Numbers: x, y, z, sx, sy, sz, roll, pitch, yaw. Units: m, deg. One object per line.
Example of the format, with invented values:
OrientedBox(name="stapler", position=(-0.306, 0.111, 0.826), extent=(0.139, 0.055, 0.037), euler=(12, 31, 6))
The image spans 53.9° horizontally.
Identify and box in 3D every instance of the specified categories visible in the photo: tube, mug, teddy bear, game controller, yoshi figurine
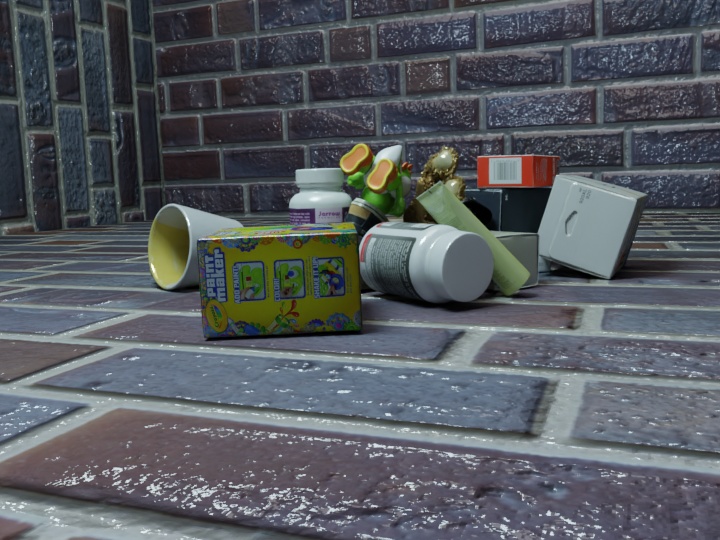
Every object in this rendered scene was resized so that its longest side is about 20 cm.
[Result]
OrientedBox(name="tube", position=(0.169, -0.049, 1.055), extent=(0.058, 0.200, 0.052), euler=(-43, 6, 23))
OrientedBox(name="mug", position=(-0.293, -0.043, 1.294), extent=(0.153, 0.150, 0.186), euler=(2, 9, -44))
OrientedBox(name="teddy bear", position=(0.129, -0.115, 1.152), extent=(0.066, 0.200, 0.145), euler=(-9, 52, -18))
OrientedBox(name="game controller", position=(0.149, -0.066, 1.325), extent=(0.200, 0.042, 0.104), euler=(-36, -45, 28))
OrientedBox(name="yoshi figurine", position=(0.029, -0.138, 1.186), extent=(0.111, 0.113, 0.200), euler=(-8, -7, 17))

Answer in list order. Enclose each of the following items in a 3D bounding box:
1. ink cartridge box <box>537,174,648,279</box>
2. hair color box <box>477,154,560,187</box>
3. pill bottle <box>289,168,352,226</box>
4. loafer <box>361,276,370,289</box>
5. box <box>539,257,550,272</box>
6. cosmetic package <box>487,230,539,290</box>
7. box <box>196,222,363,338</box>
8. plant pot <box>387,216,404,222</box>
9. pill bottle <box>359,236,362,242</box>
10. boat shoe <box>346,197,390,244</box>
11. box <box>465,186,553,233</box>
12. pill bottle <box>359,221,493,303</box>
OrientedBox(name="ink cartridge box", position=(0.420, -0.085, 1.286), extent=(0.144, 0.148, 0.200), euler=(20, 16, 24))
OrientedBox(name="hair color box", position=(0.314, -0.194, 1.389), extent=(0.110, 0.064, 0.200), euler=(3, 10, 30))
OrientedBox(name="pill bottle", position=(-0.067, -0.075, 1.228), extent=(0.112, 0.201, 0.112), euler=(-3, 8, 0))
OrientedBox(name="loafer", position=(-0.024, 0.001, 1.154), extent=(0.199, 0.076, 0.067), euler=(9, -8, -35))
OrientedBox(name="box", position=(0.255, -0.020, 1.379), extent=(0.144, 0.037, 0.200), euler=(-4, 7, -17))
OrientedBox(name="cosmetic package", position=(0.196, -0.022, 1.198), extent=(0.103, 0.088, 0.200), euler=(-4, 7, -30))
OrientedBox(name="box", position=(-0.098, 0.006, 0.928), extent=(0.192, 0.123, 0.200), euler=(-3, 7, -3))
OrientedBox(name="plant pot", position=(0.088, -0.074, 1.604), extent=(0.200, 0.093, 0.201), euler=(-1, 7, 0))
OrientedBox(name="pill bottle", position=(-0.035, -0.076, 1.424), extent=(0.115, 0.116, 0.200), euler=(-1, -5, 7))
OrientedBox(name="boat shoe", position=(0.034, -0.052, 1.228), extent=(0.074, 0.062, 0.200), euler=(21, -12, 37))
OrientedBox(name="box", position=(0.267, -0.110, 1.444), extent=(0.199, 0.125, 0.196), euler=(-7, 8, -41))
OrientedBox(name="pill bottle", position=(0.093, -0.012, 1.046), extent=(0.113, 0.115, 0.200), euler=(-7, 9, -32))
